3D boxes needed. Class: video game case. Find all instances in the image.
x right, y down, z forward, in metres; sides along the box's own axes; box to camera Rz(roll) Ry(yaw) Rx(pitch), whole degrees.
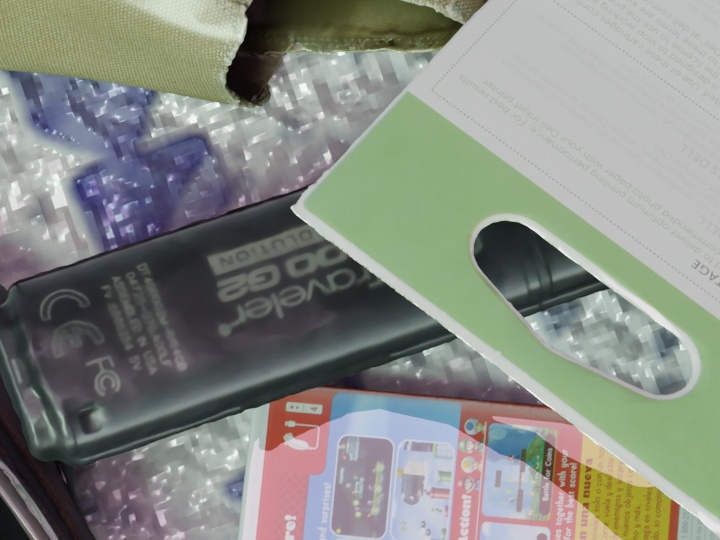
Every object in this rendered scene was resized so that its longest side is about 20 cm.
[{"bbox_3d":[0.063,0.109,0.769,0.199,0.017,0.144,5,80,5],"label":"video game case"}]

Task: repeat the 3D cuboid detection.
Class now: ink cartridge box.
[{"bbox_3d":[0.091,-0.027,0.740,0.145,0.048,0.200,37,60,9],"label":"ink cartridge box"}]

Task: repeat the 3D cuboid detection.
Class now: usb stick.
[{"bbox_3d":[0.000,0.000,0.766,0.199,0.033,0.056,-18,73,-13],"label":"usb stick"}]

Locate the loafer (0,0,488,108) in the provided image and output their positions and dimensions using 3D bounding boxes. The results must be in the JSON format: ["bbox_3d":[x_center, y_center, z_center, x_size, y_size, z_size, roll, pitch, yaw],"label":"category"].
[{"bbox_3d":[-0.053,-0.079,0.784,0.199,0.076,0.068,-13,72,2],"label":"loafer"}]

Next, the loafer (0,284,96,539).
[{"bbox_3d":[-0.096,0.092,0.755,0.072,0.063,0.201,-30,75,20],"label":"loafer"}]
